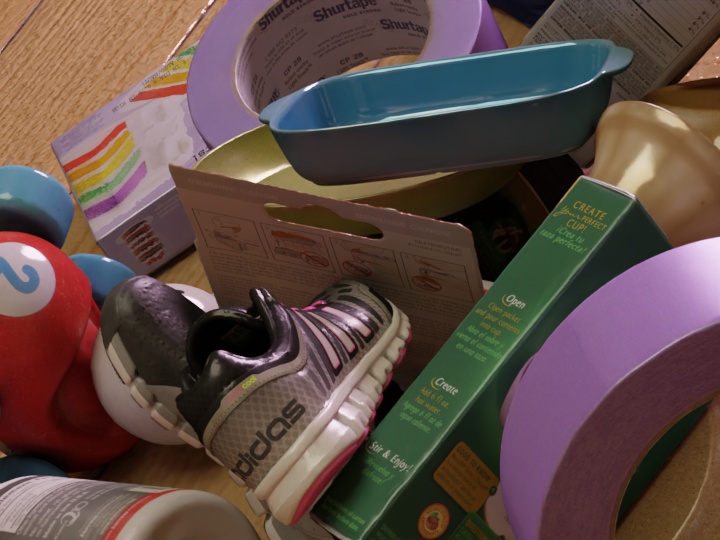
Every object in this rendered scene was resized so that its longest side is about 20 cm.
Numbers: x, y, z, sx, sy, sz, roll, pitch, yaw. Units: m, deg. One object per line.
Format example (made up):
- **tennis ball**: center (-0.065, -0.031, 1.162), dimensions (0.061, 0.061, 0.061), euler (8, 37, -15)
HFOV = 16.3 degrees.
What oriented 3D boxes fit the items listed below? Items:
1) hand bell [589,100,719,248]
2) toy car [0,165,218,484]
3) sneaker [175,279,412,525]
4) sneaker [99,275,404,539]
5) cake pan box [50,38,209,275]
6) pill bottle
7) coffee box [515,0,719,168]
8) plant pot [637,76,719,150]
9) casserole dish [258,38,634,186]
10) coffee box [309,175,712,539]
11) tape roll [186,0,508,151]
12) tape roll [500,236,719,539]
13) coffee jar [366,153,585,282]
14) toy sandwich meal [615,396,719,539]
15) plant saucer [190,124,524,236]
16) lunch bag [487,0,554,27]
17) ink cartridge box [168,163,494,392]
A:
- **hand bell**: center (0.092, 0.020, 1.207), dimensions (0.200, 0.104, 0.104), euler (-43, 30, -23)
- **toy car**: center (-0.142, 0.046, 1.482), dimensions (0.199, 0.177, 0.185), euler (-6, 50, 27)
- **sneaker**: center (-0.035, 0.040, 1.165), dimensions (0.074, 0.087, 0.200), euler (-48, 7, 22)
- **sneaker**: center (-0.035, 0.063, 1.289), dimensions (0.115, 0.200, 0.075), euler (-33, 14, 42)
- **cake pan box**: center (-0.110, -0.094, 1.758), dimensions (0.200, 0.052, 0.184), euler (-34, 32, 2)
- **pill bottle**: center (-0.153, 0.170, 1.360), dimensions (0.200, 0.114, 0.114), euler (-1, 45, 46)
- **coffee box**: center (0.172, -0.160, 1.382), dimensions (0.113, 0.080, 0.200), euler (-42, -5, -40)
- **plant pot**: center (0.228, -0.082, 1.303), dimensions (0.199, 0.028, 0.200), euler (-3, 12, 1)
- **casserole dish**: center (0.046, -0.081, 1.309), dimensions (0.199, 0.039, 0.121), euler (-8, 18, 16)
- **coffee box**: center (0.081, 0.070, 1.138), dimensions (0.200, 0.123, 0.044), euler (-52, 38, -9)
- **tape roll**: center (-0.004, -0.116, 1.593), dimensions (0.199, 0.085, 0.200), euler (-13, 48, 15)
- **tape roll**: center (0.163, 0.087, 1.065), dimensions (0.200, 0.200, 0.066), euler (-33, 29, 5)
- **coffee jar**: center (0.035, -0.010, 1.451), dimensions (0.200, 0.085, 0.104), euler (-43, 32, -13)
- **toy sandwich meal**: center (0.117, 0.112, 1.220), dimensions (0.205, 0.070, 0.206), euler (-22, 44, 23)
- **plant saucer**: center (0.006, -0.056, 1.374), dimensions (0.199, 0.031, 0.200), euler (-11, 18, 4)
- **lunch bag**: center (0.106, -0.268, 1.699), dimensions (0.136, 0.132, 0.200), euler (-40, 30, -8)
- **ink cartridge box**: center (0.000, 0.000, 1.279), dimensions (0.160, 0.200, 0.050), euler (12, 60, 17)
